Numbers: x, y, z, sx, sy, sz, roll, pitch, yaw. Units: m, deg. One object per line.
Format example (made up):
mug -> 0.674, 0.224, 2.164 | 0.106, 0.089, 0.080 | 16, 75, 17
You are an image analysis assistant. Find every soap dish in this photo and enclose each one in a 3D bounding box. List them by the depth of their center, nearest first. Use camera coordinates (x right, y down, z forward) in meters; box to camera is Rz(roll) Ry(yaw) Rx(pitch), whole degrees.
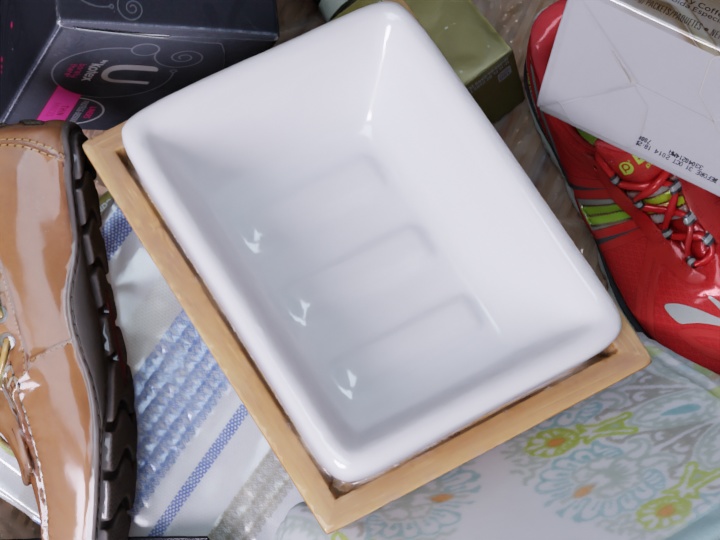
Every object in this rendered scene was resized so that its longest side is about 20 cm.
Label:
soap dish -> 0.000, 0.000, 1.136 | 0.157, 0.081, 0.200 | -26, 68, -19

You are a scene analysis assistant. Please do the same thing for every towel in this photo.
towel -> 0.088, 0.103, 1.125 | 0.199, 0.048, 0.171 | -27, 29, -22
towel -> -0.067, 0.075, 1.198 | 0.200, 0.024, 0.147 | 35, 90, -3

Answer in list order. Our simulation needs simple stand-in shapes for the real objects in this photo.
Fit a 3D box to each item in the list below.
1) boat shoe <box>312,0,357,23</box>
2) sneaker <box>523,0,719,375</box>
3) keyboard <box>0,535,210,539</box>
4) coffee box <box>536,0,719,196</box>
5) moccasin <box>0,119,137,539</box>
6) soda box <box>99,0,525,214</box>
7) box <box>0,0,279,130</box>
boat shoe -> 0.048, -0.197, 1.282 | 0.200, 0.072, 0.068 | -36, 74, -1
sneaker -> 0.126, -0.034, 1.210 | 0.077, 0.085, 0.201 | -32, 70, -1
keyboard -> -0.144, 0.179, 1.197 | 0.199, 0.021, 0.128 | -3, 94, 18
coffee box -> 0.173, -0.131, 1.190 | 0.114, 0.080, 0.200 | 26, 50, 11
moccasin -> -0.139, 0.040, 1.146 | 0.077, 0.074, 0.203 | -9, 95, 6
soda box -> -0.024, -0.053, 1.252 | 0.200, 0.064, 0.068 | -38, 71, -3
box -> -0.110, -0.177, 1.260 | 0.105, 0.122, 0.201 | 2, 70, -20
